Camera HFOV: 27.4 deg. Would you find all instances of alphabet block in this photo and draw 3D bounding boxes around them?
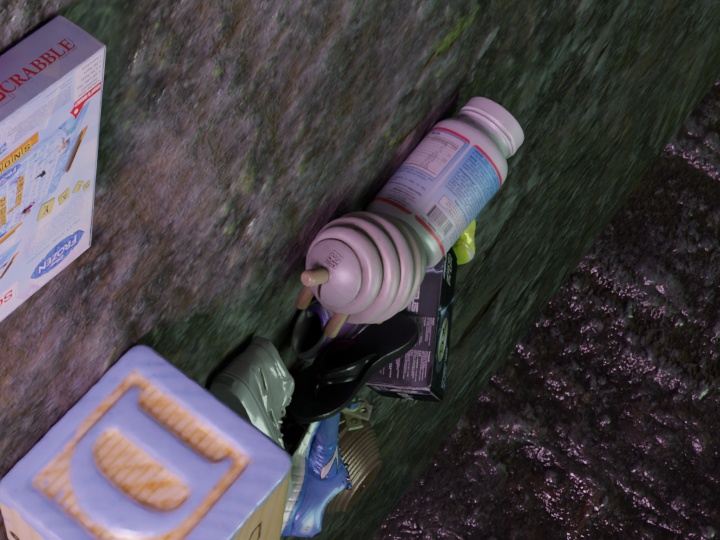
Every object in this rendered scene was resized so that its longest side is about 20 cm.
[{"bbox_3d":[-0.195,0.225,1.360,0.196,0.195,0.200,-45,163,-27],"label":"alphabet block"}]

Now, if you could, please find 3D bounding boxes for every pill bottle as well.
[{"bbox_3d":[0.103,-0.107,1.747,0.200,0.109,0.109,-50,166,-17],"label":"pill bottle"}]

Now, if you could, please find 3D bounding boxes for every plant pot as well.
[{"bbox_3d":[-0.031,0.319,2.359,0.201,0.093,0.201,-50,167,-16],"label":"plant pot"}]

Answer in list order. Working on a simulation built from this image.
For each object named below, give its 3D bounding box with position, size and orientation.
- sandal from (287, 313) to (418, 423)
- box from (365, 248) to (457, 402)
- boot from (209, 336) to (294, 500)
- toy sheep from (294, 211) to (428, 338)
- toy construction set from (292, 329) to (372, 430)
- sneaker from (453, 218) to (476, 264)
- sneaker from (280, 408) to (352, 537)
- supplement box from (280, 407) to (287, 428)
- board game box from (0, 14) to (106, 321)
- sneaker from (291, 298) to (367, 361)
[{"bbox_3d":[-0.015,0.105,1.751,0.200,0.075,0.048,-39,140,-29],"label":"sandal"},{"bbox_3d":[0.068,0.061,1.902,0.164,0.086,0.200,50,45,-76],"label":"box"},{"bbox_3d":[-0.101,0.171,1.677,0.096,0.073,0.200,-49,138,-36],"label":"boot"},{"bbox_3d":[0.000,0.000,1.622,0.200,0.138,0.138,-20,144,-56],"label":"toy sheep"},{"bbox_3d":[-0.038,0.143,1.933,0.131,0.092,0.200,-46,153,-32],"label":"toy construction set"},{"bbox_3d":[0.119,-0.095,1.959,0.200,0.076,0.105,79,20,-61],"label":"sneaker"},{"bbox_3d":[-0.053,0.226,1.777,0.079,0.089,0.200,-1,-111,61],"label":"sneaker"},{"bbox_3d":[-0.117,0.260,1.900,0.103,0.101,0.200,-48,165,-25],"label":"supplement box"},{"bbox_3d":[-0.241,-0.029,0.902,0.200,0.041,0.200,-45,163,-36],"label":"board game box"},{"bbox_3d":[-0.011,0.030,1.777,0.201,0.073,0.114,-57,163,10],"label":"sneaker"}]
